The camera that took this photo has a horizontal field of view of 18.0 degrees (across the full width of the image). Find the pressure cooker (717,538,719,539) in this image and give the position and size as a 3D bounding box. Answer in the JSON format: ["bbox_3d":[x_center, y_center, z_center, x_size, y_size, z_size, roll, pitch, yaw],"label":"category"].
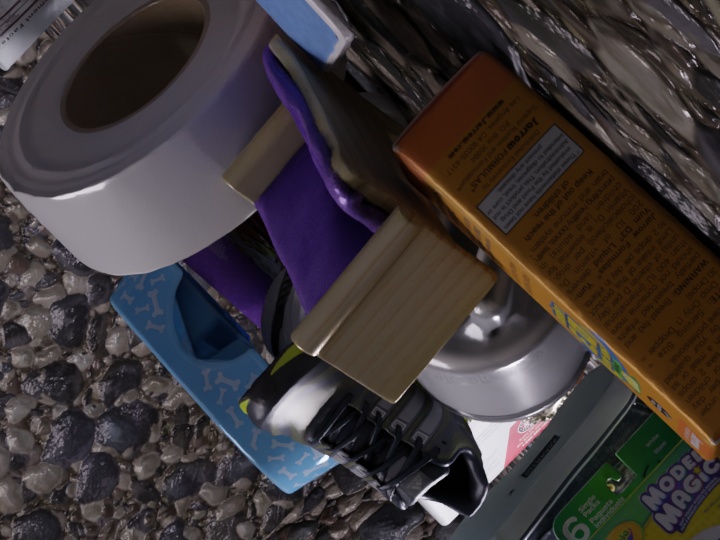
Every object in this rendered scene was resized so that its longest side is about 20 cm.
[{"bbox_3d":[0.241,0.222,1.196,0.178,0.176,0.200,38,176,28],"label":"pressure cooker"}]

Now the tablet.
[{"bbox_3d":[-0.076,-0.178,1.088,0.200,0.014,0.130,47,175,-2],"label":"tablet"}]

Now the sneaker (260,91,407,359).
[{"bbox_3d":[0.000,0.000,1.368,0.075,0.201,0.115,0,-146,-26],"label":"sneaker"}]

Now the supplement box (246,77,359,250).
[{"bbox_3d":[-0.070,-0.106,1.433,0.200,0.109,0.061,45,177,-16],"label":"supplement box"}]

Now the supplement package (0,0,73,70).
[{"bbox_3d":[-0.244,-0.255,1.374,0.152,0.151,0.200,42,174,23],"label":"supplement package"}]

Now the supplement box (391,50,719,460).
[{"bbox_3d":[0.108,-0.006,1.024,0.200,0.069,0.067,42,177,14],"label":"supplement box"}]

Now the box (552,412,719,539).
[{"bbox_3d":[0.222,0.187,1.402,0.200,0.117,0.048,43,-178,15],"label":"box"}]

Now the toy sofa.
[{"bbox_3d":[-0.016,-0.030,1.114,0.097,0.083,0.200,34,-167,-26],"label":"toy sofa"}]

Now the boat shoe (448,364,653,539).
[{"bbox_3d":[0.134,0.163,1.475,0.091,0.200,0.071,41,177,-13],"label":"boat shoe"}]

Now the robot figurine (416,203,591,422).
[{"bbox_3d":[0.070,0.018,1.265,0.169,0.113,0.200,15,166,17],"label":"robot figurine"}]

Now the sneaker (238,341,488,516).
[{"bbox_3d":[0.011,0.090,1.297,0.200,0.074,0.081,19,-151,-49],"label":"sneaker"}]

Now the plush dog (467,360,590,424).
[{"bbox_3d":[0.041,0.056,1.486,0.160,0.172,0.200,43,176,16],"label":"plush dog"}]

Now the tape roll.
[{"bbox_3d":[-0.108,-0.095,1.285,0.071,0.202,0.202,47,175,-34],"label":"tape roll"}]

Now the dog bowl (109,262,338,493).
[{"bbox_3d":[-0.085,0.062,1.421,0.200,0.050,0.112,46,178,31],"label":"dog bowl"}]

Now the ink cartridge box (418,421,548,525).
[{"bbox_3d":[0.062,0.095,1.829,0.083,0.146,0.200,44,175,36],"label":"ink cartridge box"}]

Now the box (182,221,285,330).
[{"bbox_3d":[-0.075,-0.032,1.538,0.200,0.039,0.137,43,-152,-34],"label":"box"}]
